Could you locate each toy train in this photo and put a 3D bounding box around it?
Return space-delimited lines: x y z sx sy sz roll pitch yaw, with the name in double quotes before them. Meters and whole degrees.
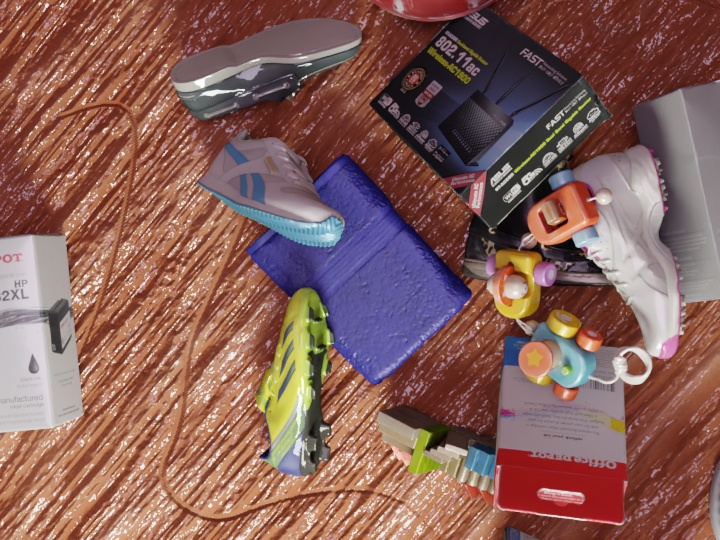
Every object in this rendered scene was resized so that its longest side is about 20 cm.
"toy train" 0.177 0.020 0.969 0.150 0.056 0.200 -26 78 44

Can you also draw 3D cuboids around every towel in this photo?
"towel" 0.000 0.000 1.100 0.148 0.050 0.200 -43 86 13

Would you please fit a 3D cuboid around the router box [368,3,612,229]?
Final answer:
"router box" 0.116 -0.153 1.014 0.150 0.062 0.200 -44 43 5

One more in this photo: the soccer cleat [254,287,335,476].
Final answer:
"soccer cleat" -0.073 0.113 1.084 0.084 0.065 0.200 9 107 22

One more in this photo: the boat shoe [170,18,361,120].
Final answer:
"boat shoe" -0.092 -0.206 1.108 0.200 0.073 0.062 -15 132 1

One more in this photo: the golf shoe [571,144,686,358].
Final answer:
"golf shoe" 0.243 -0.014 0.991 0.091 0.075 0.200 -8 75 2

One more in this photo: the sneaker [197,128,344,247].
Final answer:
"sneaker" -0.082 -0.084 1.051 0.200 0.076 0.081 28 84 44

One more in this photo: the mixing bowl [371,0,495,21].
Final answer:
"mixing bowl" 0.068 -0.354 1.024 0.200 0.108 0.200 -4 74 14

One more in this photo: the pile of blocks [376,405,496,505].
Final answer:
"pile of blocks" 0.106 0.198 1.070 0.200 0.082 0.062 18 100 8

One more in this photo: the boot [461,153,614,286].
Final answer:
"boot" 0.201 -0.061 1.060 0.200 0.073 0.151 2 91 13

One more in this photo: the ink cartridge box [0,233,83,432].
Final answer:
"ink cartridge box" -0.383 0.066 1.128 0.145 0.084 0.200 -6 90 8

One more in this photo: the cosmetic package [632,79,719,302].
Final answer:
"cosmetic package" 0.340 -0.077 1.017 0.107 0.090 0.200 -10 86 -20

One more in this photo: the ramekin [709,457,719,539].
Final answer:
"ramekin" 0.442 0.234 1.020 0.200 0.098 0.201 0 91 8

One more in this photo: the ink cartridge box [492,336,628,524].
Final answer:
"ink cartridge box" 0.185 0.161 1.004 0.116 0.200 0.067 6 135 6

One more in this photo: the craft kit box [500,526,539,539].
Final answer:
"craft kit box" 0.221 0.318 0.999 0.197 0.200 0.049 20 94 8
